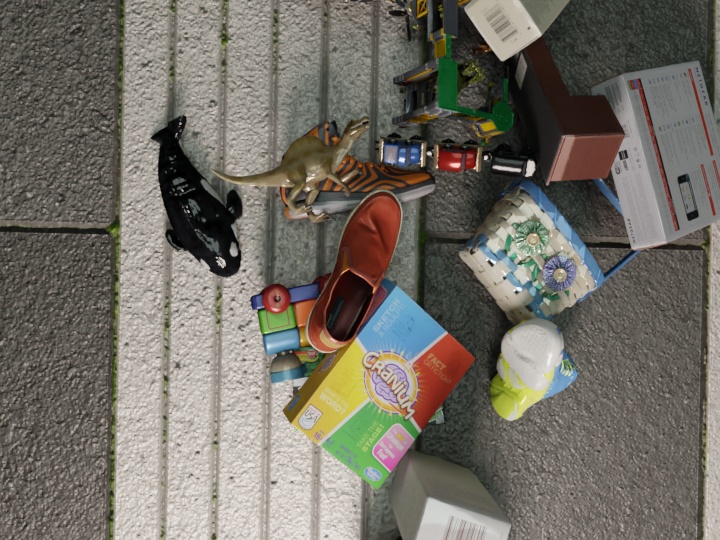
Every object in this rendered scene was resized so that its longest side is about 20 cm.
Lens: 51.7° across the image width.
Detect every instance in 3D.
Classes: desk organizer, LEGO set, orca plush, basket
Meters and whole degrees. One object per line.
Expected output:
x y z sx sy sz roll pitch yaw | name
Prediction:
0.237 -0.201 0.888 0.075 0.073 0.204 -3 51 -8 | desk organizer
0.109 -0.255 0.931 0.150 0.115 0.206 -7 92 -32 | LEGO set
-0.200 -0.089 0.909 0.102 0.071 0.206 -11 91 -4 | orca plush
0.235 -0.039 0.907 0.200 0.139 0.177 -44 93 -12 | basket

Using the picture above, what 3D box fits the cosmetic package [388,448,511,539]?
0.097 0.278 0.866 0.099 0.200 0.076 19 89 -3 | cosmetic package

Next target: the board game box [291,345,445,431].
0.010 0.146 0.950 0.194 0.023 0.108 -2 88 -4 | board game box

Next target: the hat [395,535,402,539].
0.087 0.374 0.920 0.194 0.082 0.204 5 134 5 | hat

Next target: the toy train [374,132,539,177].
0.110 -0.132 0.868 0.194 0.046 0.035 7 123 11 | toy train

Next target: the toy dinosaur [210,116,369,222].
-0.069 -0.111 0.880 0.195 0.058 0.103 -22 70 2 | toy dinosaur

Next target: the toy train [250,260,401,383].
-0.030 0.063 0.913 0.194 0.085 0.119 -11 89 -14 | toy train

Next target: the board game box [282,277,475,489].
0.025 0.137 0.894 0.152 0.040 0.202 40 86 -24 | board game box

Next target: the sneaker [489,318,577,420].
0.221 0.105 0.896 0.103 0.202 0.077 -22 64 -20 | sneaker

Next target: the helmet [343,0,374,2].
-0.006 -0.415 0.862 0.188 0.200 0.203 33 88 -12 | helmet

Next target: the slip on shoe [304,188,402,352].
0.000 0.000 0.851 0.073 0.061 0.204 30 77 -20 | slip on shoe

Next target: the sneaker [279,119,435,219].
-0.006 -0.132 0.920 0.194 0.078 0.116 -8 92 -4 | sneaker

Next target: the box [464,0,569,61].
0.210 -0.344 0.891 0.083 0.068 0.201 49 55 -13 | box

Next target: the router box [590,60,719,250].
0.380 -0.146 0.921 0.176 0.048 0.206 -16 91 -35 | router box
